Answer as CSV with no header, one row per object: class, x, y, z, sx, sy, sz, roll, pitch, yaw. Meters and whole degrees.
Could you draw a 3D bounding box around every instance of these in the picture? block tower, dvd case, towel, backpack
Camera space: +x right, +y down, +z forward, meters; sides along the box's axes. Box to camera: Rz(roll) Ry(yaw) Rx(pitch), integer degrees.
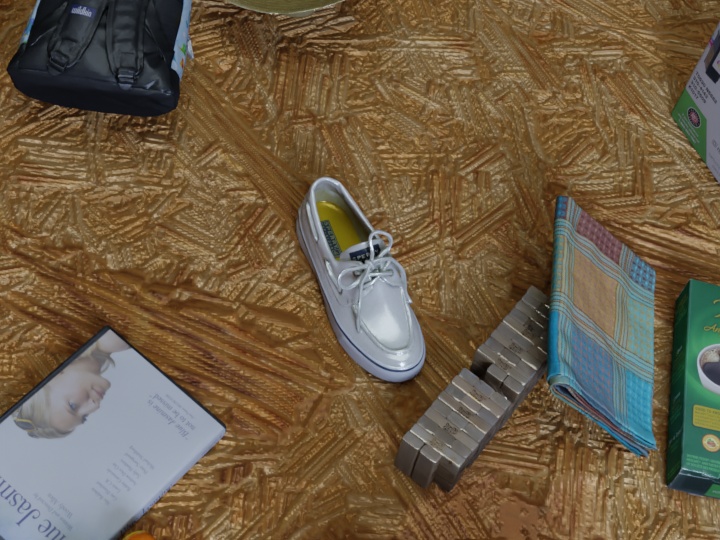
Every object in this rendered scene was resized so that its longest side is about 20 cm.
block tower,0.110,0.104,1.214,0.054,0.058,0.200,36,60,14
dvd case,-0.227,0.150,1.144,0.142,0.018,0.200,38,59,14
towel,0.217,0.047,1.244,0.146,0.022,0.201,35,48,-33
backpack,-0.235,-0.249,1.342,0.162,0.154,0.202,7,78,-3

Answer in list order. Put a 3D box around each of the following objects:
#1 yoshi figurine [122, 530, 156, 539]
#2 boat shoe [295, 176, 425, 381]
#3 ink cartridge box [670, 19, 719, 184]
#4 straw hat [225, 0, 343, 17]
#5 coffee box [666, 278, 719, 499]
yoshi figurine,-0.144,0.299,1.034,0.112,0.113,0.200,19,26,-48
boat shoe,0.004,-0.002,1.244,0.074,0.086,0.203,-15,61,-19
ink cartridge box,0.401,-0.173,1.360,0.083,0.200,0.145,-17,61,-21
straw hat,-0.063,-0.307,1.434,0.199,0.085,0.202,-2,58,4
coffee box,0.340,0.111,1.257,0.122,0.044,0.201,12,56,-3
